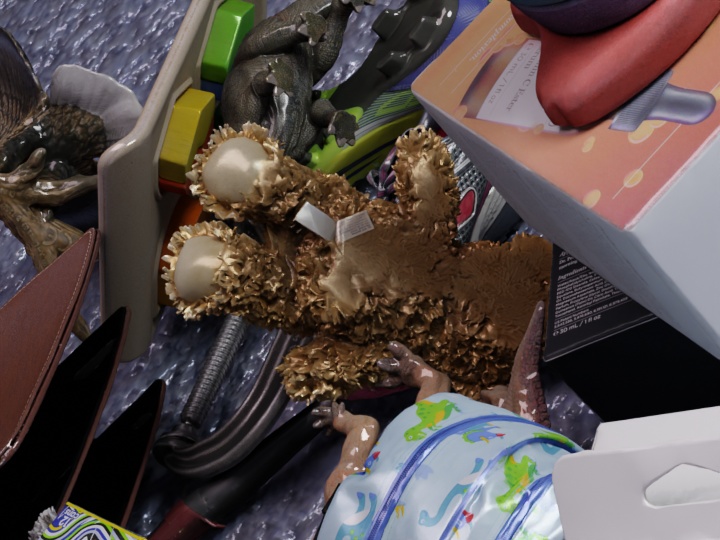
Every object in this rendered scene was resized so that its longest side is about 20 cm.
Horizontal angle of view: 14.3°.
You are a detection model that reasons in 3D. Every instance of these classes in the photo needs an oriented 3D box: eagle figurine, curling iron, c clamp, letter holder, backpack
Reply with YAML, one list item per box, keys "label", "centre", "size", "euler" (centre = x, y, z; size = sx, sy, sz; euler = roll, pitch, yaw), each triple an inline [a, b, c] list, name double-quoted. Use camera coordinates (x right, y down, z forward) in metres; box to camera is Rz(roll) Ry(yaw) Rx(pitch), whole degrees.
- label: "eagle figurine"
  centre: [-0.197, -0.064, 1.662]
  size: [0.150, 0.153, 0.200]
  euler: [5, 18, -4]
- label: "curling iron"
  centre: [-0.086, 0.132, 1.495]
  size: [0.200, 0.026, 0.050]
  euler: [-38, 11, 5]
- label: "c clamp"
  centre: [-0.061, 0.040, 1.560]
  size: [0.171, 0.027, 0.201]
  euler: [-29, 31, 45]
- label: "letter holder"
  centre: [-0.160, 0.091, 1.496]
  size: [0.142, 0.100, 0.200]
  euler: [-42, 19, 31]
- label: "backpack"
  centre: [0.064, 0.137, 1.179]
  size: [0.163, 0.200, 0.154]
  euler: [-51, 33, -13]

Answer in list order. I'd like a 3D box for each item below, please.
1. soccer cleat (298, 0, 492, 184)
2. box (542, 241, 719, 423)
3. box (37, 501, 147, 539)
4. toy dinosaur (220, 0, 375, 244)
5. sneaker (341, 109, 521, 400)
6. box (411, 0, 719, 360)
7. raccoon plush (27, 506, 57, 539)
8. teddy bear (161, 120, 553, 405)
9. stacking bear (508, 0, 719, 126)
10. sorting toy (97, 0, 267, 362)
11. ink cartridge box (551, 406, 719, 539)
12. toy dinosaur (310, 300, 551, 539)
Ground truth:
- label: "soccer cleat"
  centre: [0.016, -0.085, 1.601]
  size: [0.200, 0.083, 0.065]
  euler: [-43, 37, 40]
- label: "box"
  centre: [0.190, -0.022, 1.334]
  size: [0.199, 0.079, 0.142]
  euler: [-22, 42, 29]
- label: "box"
  centre: [-0.072, 0.190, 1.262]
  size: [0.070, 0.200, 0.064]
  euler: [16, 63, 52]
- label: "toy dinosaur"
  centre: [-0.044, -0.103, 1.548]
  size: [0.102, 0.077, 0.201]
  euler: [-22, 54, 49]
- label: "sneaker"
  centre: [0.029, -0.019, 1.503]
  size: [0.080, 0.075, 0.201]
  euler: [-3, 51, 44]
- label: "box"
  centre: [0.144, -0.073, 1.274]
  size: [0.152, 0.106, 0.200]
  euler: [-46, 34, -4]
- label: "raccoon plush"
  centre: [-0.175, 0.193, 1.326]
  size: [0.199, 0.134, 0.097]
  euler: [-26, 51, 6]
- label: "teddy bear"
  centre: [0.000, 0.000, 1.423]
  size: [0.067, 0.199, 0.146]
  euler: [126, 145, -73]
- label: "stacking bear"
  centre: [0.065, -0.179, 1.193]
  size: [0.113, 0.200, 0.122]
  euler: [-33, 35, 16]
- label: "sorting toy"
  centre: [-0.092, -0.070, 1.613]
  size: [0.036, 0.186, 0.200]
  euler: [18, 51, 10]
- label: "ink cartridge box"
  centre: [0.161, 0.142, 1.071]
  size: [0.128, 0.200, 0.126]
  euler: [-13, 44, 38]
- label: "toy dinosaur"
  centre: [0.034, 0.112, 1.342]
  size: [0.200, 0.086, 0.136]
  euler: [-39, 34, 6]
